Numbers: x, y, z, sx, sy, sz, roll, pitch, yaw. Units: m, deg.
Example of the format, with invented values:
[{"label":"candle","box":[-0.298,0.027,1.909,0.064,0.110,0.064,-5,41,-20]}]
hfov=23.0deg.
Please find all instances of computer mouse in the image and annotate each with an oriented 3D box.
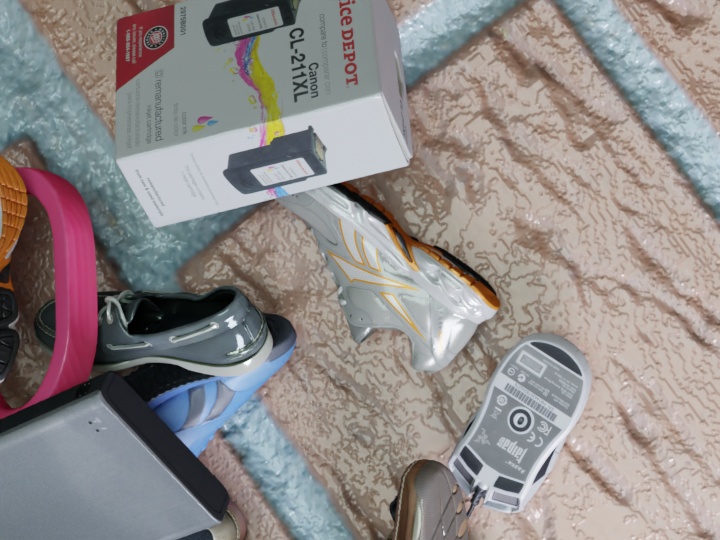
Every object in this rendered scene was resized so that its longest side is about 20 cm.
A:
[{"label":"computer mouse","box":[0.107,0.138,1.299,0.109,0.044,0.201,34,101,14]}]

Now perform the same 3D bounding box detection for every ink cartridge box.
[{"label":"ink cartridge box","box":[-0.072,-0.132,1.286,0.198,0.083,0.147,-14,52,10]}]

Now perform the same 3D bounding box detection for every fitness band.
[{"label":"fitness band","box":[-0.256,0.022,1.330,0.143,0.037,0.202,-18,71,38]}]

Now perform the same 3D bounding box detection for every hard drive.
[{"label":"hard drive","box":[-0.213,0.158,1.296,0.199,0.033,0.140,-24,120,32]}]

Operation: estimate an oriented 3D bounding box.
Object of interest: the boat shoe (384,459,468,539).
[{"label":"boat shoe","box":[0.030,0.226,1.272,0.071,0.076,0.202,15,115,27]}]

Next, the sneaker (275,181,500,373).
[{"label":"sneaker","box":[0.000,0.000,1.307,0.199,0.076,0.092,37,100,10]}]

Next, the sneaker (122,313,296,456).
[{"label":"sneaker","box":[-0.130,0.104,1.342,0.199,0.066,0.079,-30,124,-3]}]

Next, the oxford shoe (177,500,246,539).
[{"label":"oxford shoe","box":[-0.172,0.247,1.332,0.071,0.074,0.200,42,97,6]}]

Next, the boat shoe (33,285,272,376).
[{"label":"boat shoe","box":[-0.162,0.033,1.317,0.198,0.062,0.073,5,49,24]}]

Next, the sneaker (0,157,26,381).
[{"label":"sneaker","box":[-0.298,0.018,1.294,0.092,0.075,0.202,-18,58,46]}]
